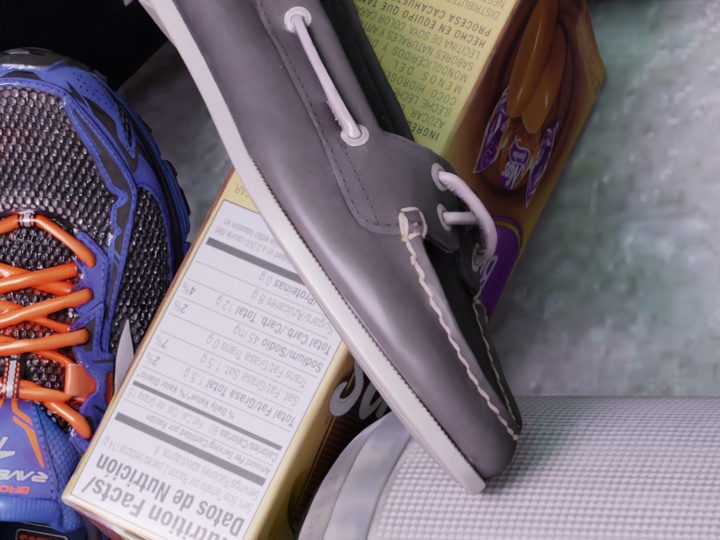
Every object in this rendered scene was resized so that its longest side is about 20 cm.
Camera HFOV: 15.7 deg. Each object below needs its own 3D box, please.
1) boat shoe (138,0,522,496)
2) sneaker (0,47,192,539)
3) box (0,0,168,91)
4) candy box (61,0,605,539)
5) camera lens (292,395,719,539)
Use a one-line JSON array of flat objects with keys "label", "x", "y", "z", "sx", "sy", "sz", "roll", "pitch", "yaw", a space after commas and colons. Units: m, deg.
[{"label": "boat shoe", "x": -0.005, "y": -0.040, "z": 0.640, "sx": 0.057, "sy": 0.067, "sz": 0.200, "roll": -33, "pitch": 64, "yaw": 4}, {"label": "sneaker", "x": -0.086, "y": 0.039, "z": 0.714, "sx": 0.075, "sy": 0.078, "sz": 0.200, "roll": 0, "pitch": 105, "yaw": 6}, {"label": "box", "x": -0.127, "y": -0.157, "z": 0.800, "sx": 0.200, "sy": 0.118, "sz": 0.197, "roll": 27, "pitch": 59, "yaw": 27}, {"label": "candy box", "x": 0.000, "y": 0.000, "z": 0.723, "sx": 0.056, "sy": 0.117, "sz": 0.200, "roll": 24, "pitch": 78, "yaw": 18}, {"label": "camera lens", "x": 0.087, "y": 0.111, "z": 0.651, "sx": 0.200, "sy": 0.160, "sz": 0.160, "roll": -1, "pitch": 77, "yaw": 24}]
